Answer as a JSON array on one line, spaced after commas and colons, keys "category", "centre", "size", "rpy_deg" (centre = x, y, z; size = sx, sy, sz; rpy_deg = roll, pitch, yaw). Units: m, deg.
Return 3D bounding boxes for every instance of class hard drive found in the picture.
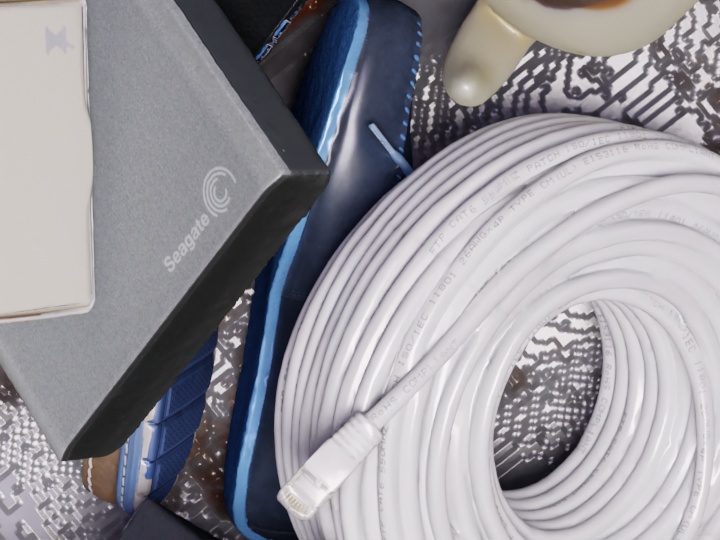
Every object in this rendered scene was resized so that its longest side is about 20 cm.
[{"category": "hard drive", "centre": [-0.102, -0.058, 0.960], "size": [0.140, 0.033, 0.200], "rpy_deg": [-51, 61, 31]}]

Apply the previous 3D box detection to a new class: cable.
[{"category": "cable", "centre": [0.067, 0.047, 0.989], "size": [0.200, 0.069, 0.200], "rpy_deg": [40, 81, -36]}]

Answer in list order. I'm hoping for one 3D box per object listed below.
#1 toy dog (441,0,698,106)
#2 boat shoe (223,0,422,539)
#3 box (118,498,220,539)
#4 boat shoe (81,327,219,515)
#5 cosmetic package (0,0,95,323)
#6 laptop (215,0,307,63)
[{"category": "toy dog", "centre": [0.090, -0.144, 0.930], "size": [0.194, 0.200, 0.140], "rpy_deg": [-41, 93, -5]}, {"category": "boat shoe", "centre": [0.000, 0.000, 1.029], "size": [0.068, 0.084, 0.201], "rpy_deg": [9, 113, -9]}, {"category": "box", "centre": [-0.029, 0.190, 0.943], "size": [0.104, 0.200, 0.148], "rpy_deg": [35, 90, -41]}, {"category": "boat shoe", "centre": [-0.089, -0.015, 1.027], "size": [0.072, 0.072, 0.201], "rpy_deg": [5, 94, 11]}, {"category": "cosmetic package", "centre": [-0.178, -0.040, 0.958], "size": [0.200, 0.071, 0.106], "rpy_deg": [4, 98, 44]}, {"category": "laptop", "centre": [-0.064, -0.187, 0.930], "size": [0.200, 0.103, 0.177], "rpy_deg": [-51, 57, 15]}]
